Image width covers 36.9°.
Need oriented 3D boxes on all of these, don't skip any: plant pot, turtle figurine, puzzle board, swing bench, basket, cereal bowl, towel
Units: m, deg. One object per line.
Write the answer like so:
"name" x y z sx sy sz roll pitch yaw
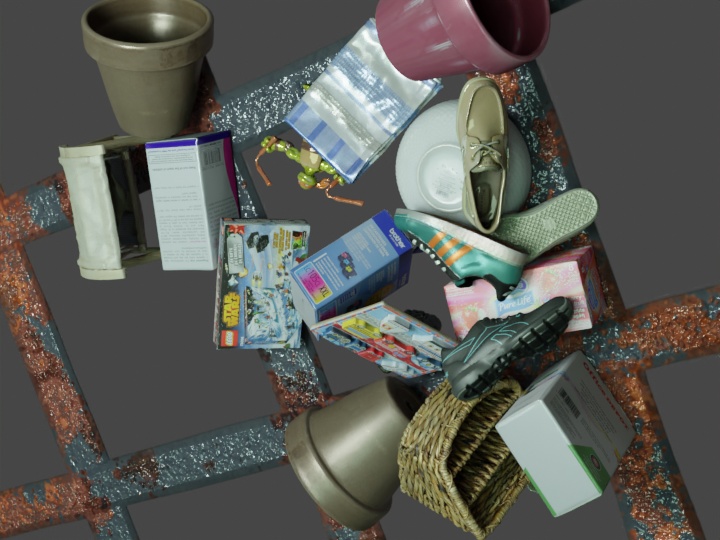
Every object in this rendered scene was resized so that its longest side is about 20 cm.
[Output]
"plant pot" -0.316 -0.303 1.641 0.197 0.201 0.177 17 127 20
"turtle figurine" -0.057 -0.185 1.603 0.198 0.064 0.164 24 105 27
"puzzle board" 0.049 0.104 1.509 0.150 0.199 0.018 -19 53 44
"swing bench" -0.385 -0.106 1.699 0.128 0.200 0.203 -1 103 25
"plant pot" 0.123 -0.340 1.420 0.177 0.199 0.203 -17 96 42
"basket" 0.163 0.237 1.496 0.148 0.200 0.144 26 140 30
"cereal bowl" 0.136 -0.136 1.515 0.197 0.083 0.204 6 105 22
"plant pot" 0.012 0.254 1.610 0.174 0.200 0.201 -42 84 17
"towel" 0.003 -0.242 1.543 0.147 0.024 0.200 44 96 5

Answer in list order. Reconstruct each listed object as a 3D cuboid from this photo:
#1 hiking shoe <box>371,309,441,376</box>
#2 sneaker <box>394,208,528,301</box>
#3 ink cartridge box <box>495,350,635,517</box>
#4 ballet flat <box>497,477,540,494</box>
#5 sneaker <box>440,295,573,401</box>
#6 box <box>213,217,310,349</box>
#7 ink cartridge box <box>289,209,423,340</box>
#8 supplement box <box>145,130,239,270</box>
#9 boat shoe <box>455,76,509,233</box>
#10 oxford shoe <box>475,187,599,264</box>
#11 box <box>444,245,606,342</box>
"hiking shoe" 0.023 0.105 1.633 0.197 0.076 0.103 10 104 22
"sneaker" 0.124 -0.023 1.458 0.198 0.071 0.081 24 99 24
"ink cartridge box" 0.283 0.217 1.471 0.084 0.199 0.146 -35 88 31
"ballet flat" 0.238 0.290 1.590 0.197 0.067 0.068 14 125 20
"sneaker" 0.190 0.087 1.435 0.199 0.075 0.080 -36 56 11
"box" -0.154 0.021 1.672 0.134 0.040 0.204 1 108 -18
"ink cartridge box" 0.000 0.000 1.549 0.199 0.137 0.077 -34 72 -13
"supplement box" -0.257 -0.109 1.695 0.102 0.101 0.204 -1 102 25
"boat shoe" 0.164 -0.150 1.416 0.071 0.065 0.204 -3 110 -6
"oxford shoe" 0.235 -0.053 1.483 0.198 0.058 0.076 -25 85 12
"box" 0.229 0.038 1.505 0.197 0.102 0.096 -11 99 28
